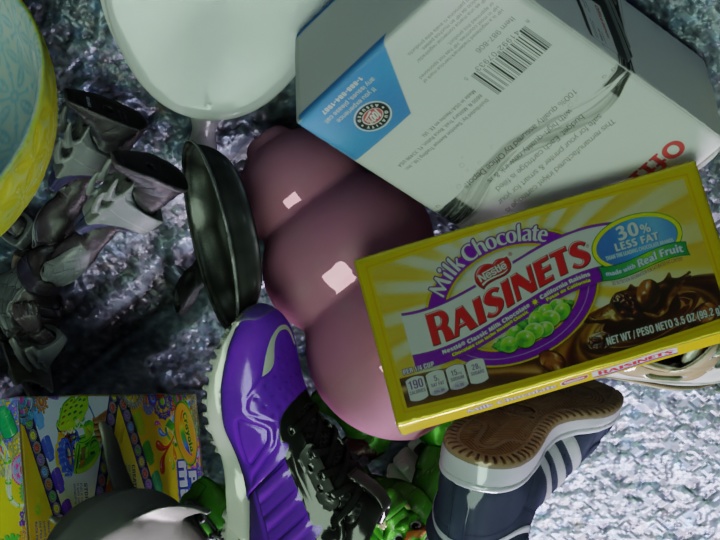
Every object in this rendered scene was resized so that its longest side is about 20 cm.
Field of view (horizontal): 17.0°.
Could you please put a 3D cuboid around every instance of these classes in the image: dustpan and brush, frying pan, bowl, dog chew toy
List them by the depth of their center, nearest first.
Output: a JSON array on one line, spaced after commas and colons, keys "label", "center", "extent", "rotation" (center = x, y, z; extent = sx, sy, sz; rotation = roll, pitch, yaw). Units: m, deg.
[{"label": "bowl", "center": [-0.256, -0.070, 1.398], "extent": [0.200, 0.200, 0.108], "rotation": [-9, 150, 13]}, {"label": "dustpan and brush", "center": [-0.089, -0.114, 1.415], "extent": [0.139, 0.057, 0.200], "rotation": [5, 119, -5]}, {"label": "dog chew toy", "center": [0.000, 0.000, 1.422], "extent": [0.125, 0.125, 0.200], "rotation": [-39, 81, 28]}, {"label": "frying pan", "center": [-0.084, 0.002, 1.434], "extent": [0.031, 0.115, 0.190], "rotation": [-13, 143, -13]}]

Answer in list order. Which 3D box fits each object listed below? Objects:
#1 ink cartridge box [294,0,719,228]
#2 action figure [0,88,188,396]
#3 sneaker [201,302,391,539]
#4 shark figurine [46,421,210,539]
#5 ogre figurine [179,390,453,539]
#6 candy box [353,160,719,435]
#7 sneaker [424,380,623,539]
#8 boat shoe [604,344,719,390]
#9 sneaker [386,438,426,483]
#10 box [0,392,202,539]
[{"label": "ink cartridge box", "center": [0.083, -0.101, 1.354], "extent": [0.200, 0.084, 0.145], "rotation": [32, 124, -28]}, {"label": "action figure", "center": [-0.187, -0.011, 1.452], "extent": [0.069, 0.130, 0.200], "rotation": [10, 128, -39]}, {"label": "sneaker", "center": [-0.029, 0.115, 1.387], "extent": [0.099, 0.070, 0.200], "rotation": [7, 113, 27]}, {"label": "shark figurine", "center": [-0.131, 0.157, 1.358], "extent": [0.089, 0.214, 0.128], "rotation": [-9, 97, 27]}, {"label": "ogre figurine", "center": [-0.002, 0.130, 1.493], "extent": [0.120, 0.200, 0.098], "rotation": [54, 146, -2]}, {"label": "candy box", "center": [0.104, 0.014, 1.330], "extent": [0.200, 0.102, 0.026], "rotation": [-17, 159, 5]}, {"label": "sneaker", "center": [0.096, 0.131, 1.463], "extent": [0.070, 0.200, 0.109], "rotation": [19, 110, 24]}, {"label": "boat shoe", "center": [0.185, 0.035, 1.411], "extent": [0.200, 0.068, 0.075], "rotation": [-5, 88, -32]}, {"label": "sneaker", "center": [0.042, 0.157, 1.572], "extent": [0.200, 0.081, 0.075], "rotation": [-40, 79, 10]}, {"label": "box", "center": [-0.229, 0.144, 1.477], "extent": [0.200, 0.193, 0.122], "rotation": [-7, 84, 27]}]
